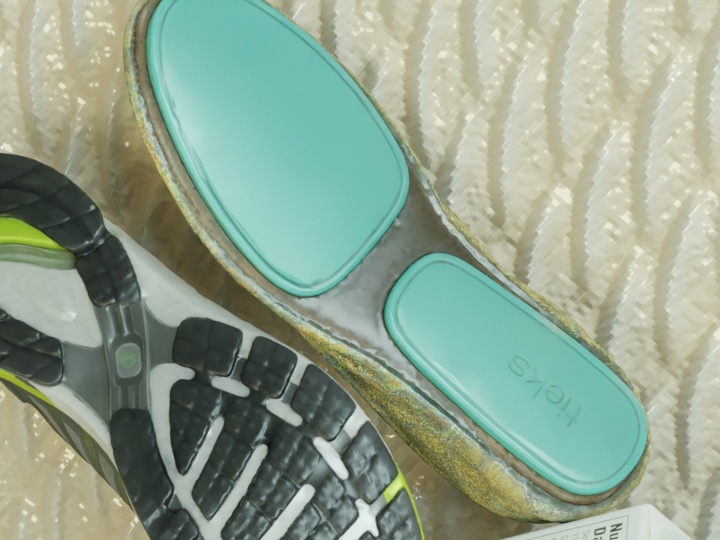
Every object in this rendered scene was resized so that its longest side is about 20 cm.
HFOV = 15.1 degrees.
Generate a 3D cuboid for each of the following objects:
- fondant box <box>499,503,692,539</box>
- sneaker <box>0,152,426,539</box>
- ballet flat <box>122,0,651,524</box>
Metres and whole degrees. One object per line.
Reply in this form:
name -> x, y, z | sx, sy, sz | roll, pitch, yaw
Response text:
fondant box -> 0.045, 0.148, 0.836 | 0.200, 0.058, 0.144 | -17, 137, 36
sneaker -> -0.051, 0.044, 0.817 | 0.200, 0.074, 0.081 | 44, 176, 22
ballet flat -> 0.000, 0.000, 0.788 | 0.200, 0.071, 0.071 | 44, 131, -5
